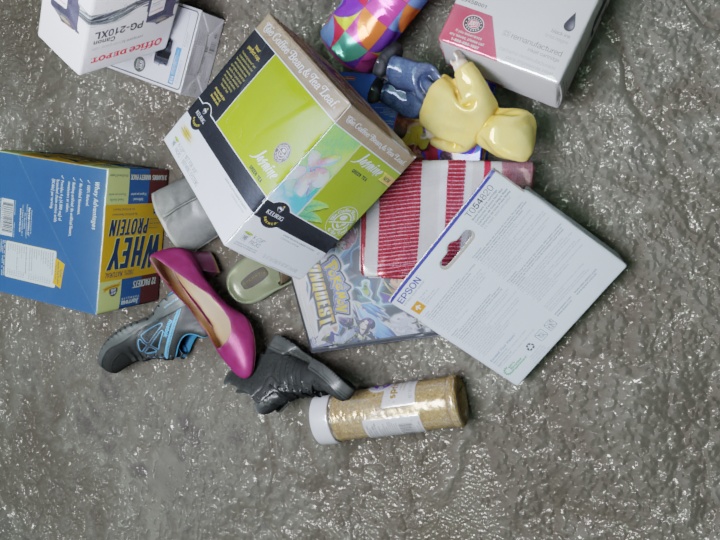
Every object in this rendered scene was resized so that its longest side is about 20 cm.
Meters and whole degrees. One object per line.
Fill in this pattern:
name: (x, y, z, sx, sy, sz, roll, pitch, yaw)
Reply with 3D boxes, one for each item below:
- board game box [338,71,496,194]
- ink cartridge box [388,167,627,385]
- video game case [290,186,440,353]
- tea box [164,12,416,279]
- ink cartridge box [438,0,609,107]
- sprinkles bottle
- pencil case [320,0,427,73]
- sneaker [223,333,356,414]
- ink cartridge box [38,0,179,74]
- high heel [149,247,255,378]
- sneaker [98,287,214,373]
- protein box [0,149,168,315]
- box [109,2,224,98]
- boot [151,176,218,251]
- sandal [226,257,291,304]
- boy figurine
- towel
board game box: (0.058, -0.170, 0.928, 0.200, 0.045, 0.135, 9, 99, 19)
ink cartridge box: (0.166, 0.008, 0.871, 0.200, 0.041, 0.200, 34, 109, -14)
video game case: (0.000, 0.000, 0.945, 0.180, 0.026, 0.200, -9, 108, 14)
tea box: (-0.084, -0.137, 0.843, 0.197, 0.134, 0.200, -46, 53, 14)
ink cartridge box: (0.193, -0.304, 0.819, 0.145, 0.085, 0.200, 25, 90, 15)
sprinkles bottle: (0.035, 0.180, 0.967, 0.200, 0.068, 0.068, -12, 92, 21)
pencil case: (0.037, -0.325, 0.867, 0.088, 0.088, 0.200, 46, 115, 10)
sneaker: (-0.096, 0.152, 0.987, 0.200, 0.060, 0.104, 27, 79, 46)
ink cartridge box: (-0.283, -0.345, 0.881, 0.084, 0.145, 0.200, 45, 136, 9)
high heel: (-0.212, 0.059, 1.001, 0.067, 0.096, 0.200, -44, 65, 31)
sneaker: (-0.295, 0.103, 1.079, 0.200, 0.073, 0.082, -35, 84, 21)
protein box: (-0.402, -0.060, 1.066, 0.200, 0.135, 0.199, 11, 100, 19)
box: (-0.298, -0.322, 1.036, 0.200, 0.060, 0.117, 24, 104, 17)
boot: (-0.199, -0.139, 1.022, 0.200, 0.073, 0.182, -21, 88, 27)
sandal: (-0.107, -0.016, 1.001, 0.201, 0.057, 0.080, -39, 81, 21)
boy figurine: (0.107, -0.186, 0.840, 0.200, 0.064, 0.124, 27, 141, 13)
towel: (0.099, -0.058, 0.884, 0.199, 0.023, 0.144, 1, 109, 0)
